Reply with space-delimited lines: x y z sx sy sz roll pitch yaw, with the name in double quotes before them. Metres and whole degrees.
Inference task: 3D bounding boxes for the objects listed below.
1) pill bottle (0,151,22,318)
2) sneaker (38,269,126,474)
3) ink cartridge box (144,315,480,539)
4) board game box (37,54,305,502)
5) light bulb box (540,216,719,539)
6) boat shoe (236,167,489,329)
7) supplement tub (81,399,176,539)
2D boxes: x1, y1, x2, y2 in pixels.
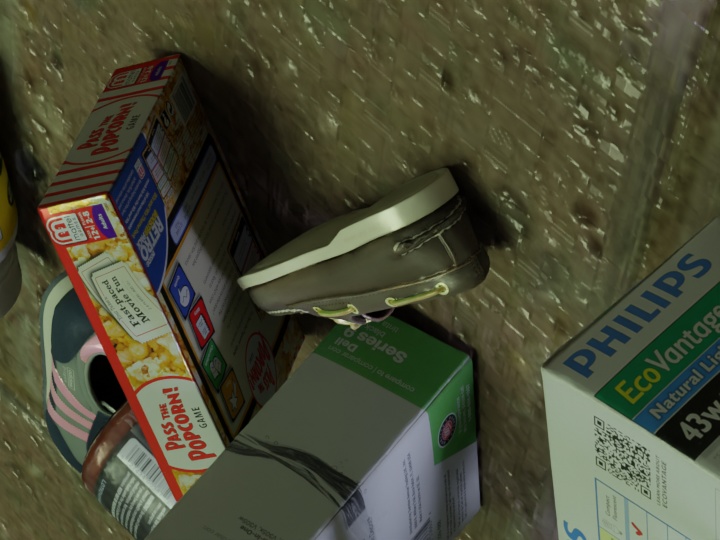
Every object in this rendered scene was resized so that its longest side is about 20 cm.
"pill bottle" -0.287 -0.057 1.791 0.114 0.114 0.201 32 147 34
"sneaker" -0.167 0.088 1.817 0.082 0.070 0.201 48 157 35
"ink cartridge box" -0.023 0.140 1.512 0.084 0.200 0.146 27 146 24
"board game box" -0.101 0.004 1.538 0.046 0.152 0.201 -11 119 21
"light bulb box" 0.198 0.118 1.232 0.200 0.125 0.199 33 149 34
"boat shoe" 0.000 0.000 1.462 0.060 0.072 0.200 58 147 -6
"supplement tub" -0.076 0.162 1.739 0.200 0.107 0.107 42 152 17
